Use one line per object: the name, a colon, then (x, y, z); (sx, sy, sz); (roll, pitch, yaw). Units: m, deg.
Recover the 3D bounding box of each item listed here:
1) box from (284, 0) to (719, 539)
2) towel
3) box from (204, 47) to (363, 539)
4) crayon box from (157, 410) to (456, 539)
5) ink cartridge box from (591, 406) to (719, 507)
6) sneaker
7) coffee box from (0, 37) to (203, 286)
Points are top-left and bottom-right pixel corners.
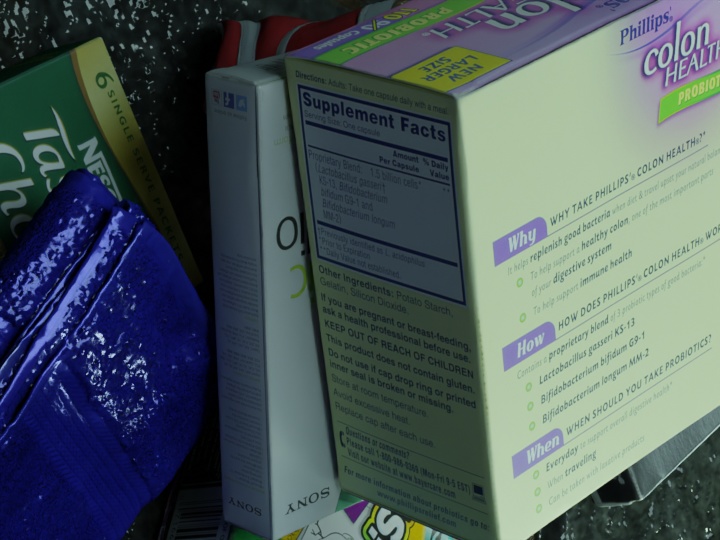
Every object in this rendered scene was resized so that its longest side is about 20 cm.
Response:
box: (0.072, -0.017, 0.940); (0.175, 0.096, 0.201); (-28, 123, -38)
towel: (-0.128, 0.079, 0.899); (0.200, 0.049, 0.148); (-56, 140, -23)
box: (0.000, 0.000, 0.964); (0.144, 0.036, 0.201); (-20, 118, -42)
crayon box: (-0.001, 0.097, 1.057); (0.172, 0.058, 0.201); (31, 62, -36)
ink cartridge box: (0.159, -0.005, 1.242); (0.200, 0.047, 0.199); (-36, 107, -39)
sneaker: (-0.007, -0.084, 1.090); (0.200, 0.112, 0.072); (25, 59, -72)
coffee box: (-0.163, -0.007, 0.928); (0.200, 0.044, 0.124); (-31, 104, -43)
